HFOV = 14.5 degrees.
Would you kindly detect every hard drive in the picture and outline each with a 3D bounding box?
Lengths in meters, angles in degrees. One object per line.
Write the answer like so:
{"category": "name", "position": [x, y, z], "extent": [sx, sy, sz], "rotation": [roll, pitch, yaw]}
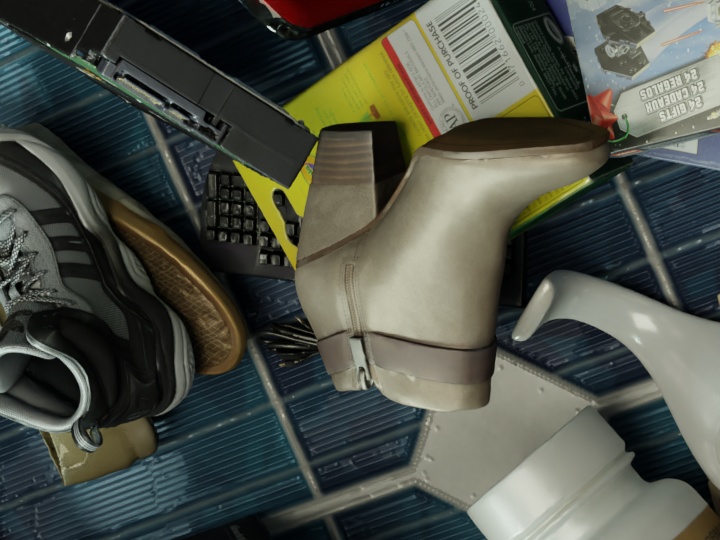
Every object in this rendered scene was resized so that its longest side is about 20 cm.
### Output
{"category": "hard drive", "position": [-0.124, -0.112, 1.495], "extent": [0.038, 0.140, 0.200], "rotation": [-59, 35, 0]}

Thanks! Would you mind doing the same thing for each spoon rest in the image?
{"category": "spoon rest", "position": [0.179, 0.059, 1.488], "extent": [0.200, 0.061, 0.100], "rotation": [31, 118, 1]}

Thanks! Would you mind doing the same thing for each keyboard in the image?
{"category": "keyboard", "position": [0.000, 0.000, 1.579], "extent": [0.199, 0.021, 0.128], "rotation": [6, 107, 26]}

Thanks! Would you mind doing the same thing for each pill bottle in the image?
{"category": "pill bottle", "position": [0.153, 0.175, 1.500], "extent": [0.200, 0.114, 0.114], "rotation": [50, 119, 6]}

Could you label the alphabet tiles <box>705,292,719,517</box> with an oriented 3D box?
{"category": "alphabet tiles", "position": [0.268, 0.080, 1.476], "extent": [0.199, 0.006, 0.167], "rotation": [-11, 100, 29]}

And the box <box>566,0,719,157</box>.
{"category": "box", "position": [0.199, -0.143, 1.387], "extent": [0.199, 0.040, 0.138], "rotation": [-12, 86, 25]}

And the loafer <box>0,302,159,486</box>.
{"category": "loafer", "position": [-0.200, 0.043, 1.650], "extent": [0.067, 0.076, 0.200], "rotation": [-40, 84, -15]}

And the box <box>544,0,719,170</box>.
{"category": "box", "position": [0.189, -0.111, 1.445], "extent": [0.199, 0.032, 0.122], "rotation": [13, 110, 25]}

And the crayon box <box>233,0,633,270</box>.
{"category": "crayon box", "position": [0.033, -0.062, 1.502], "extent": [0.200, 0.051, 0.127], "rotation": [-31, 85, 37]}

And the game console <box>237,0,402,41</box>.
{"category": "game console", "position": [-0.076, -0.160, 1.466], "extent": [0.172, 0.200, 0.119], "rotation": [44, 119, 9]}

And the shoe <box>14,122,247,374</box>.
{"category": "shoe", "position": [-0.137, -0.017, 1.625], "extent": [0.200, 0.053, 0.070], "rotation": [39, 123, 10]}

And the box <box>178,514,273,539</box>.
{"category": "box", "position": [-0.118, 0.237, 1.561], "extent": [0.196, 0.200, 0.124], "rotation": [-20, 99, -6]}

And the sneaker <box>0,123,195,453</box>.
{"category": "sneaker", "position": [-0.181, 0.009, 1.557], "extent": [0.075, 0.114, 0.200], "rotation": [-40, 88, 34]}

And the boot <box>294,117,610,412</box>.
{"category": "boot", "position": [0.049, -0.001, 1.436], "extent": [0.199, 0.070, 0.147], "rotation": [4, 105, 42]}
